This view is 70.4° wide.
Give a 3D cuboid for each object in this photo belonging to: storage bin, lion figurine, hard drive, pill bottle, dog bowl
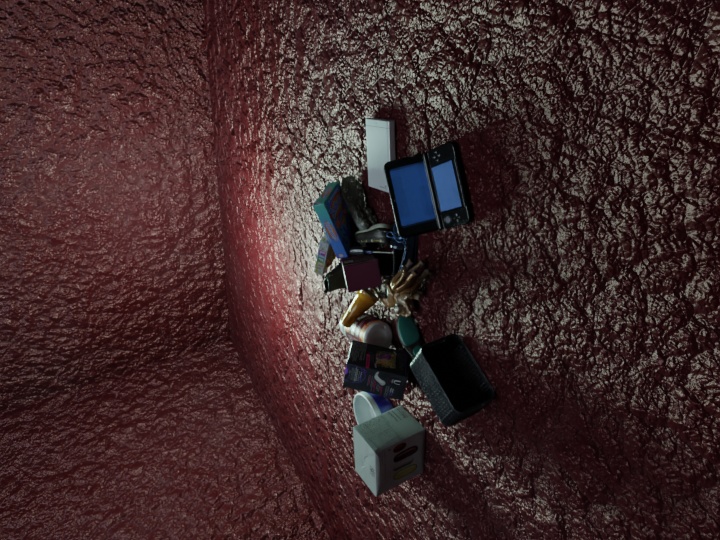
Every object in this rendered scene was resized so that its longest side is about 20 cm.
[{"bbox_3d":[0.238,0.287,1.349,0.201,0.134,0.094,60,150,27],"label":"storage bin"},{"bbox_3d":[0.125,0.031,1.410,0.122,0.199,0.073,-45,64,20],"label":"lion figurine"},{"bbox_3d":[0.060,-0.339,1.499,0.132,0.026,0.202,31,130,55],"label":"hard drive"},{"bbox_3d":[0.014,0.207,1.770,0.199,0.113,0.116,19,120,58],"label":"pill bottle"},{"bbox_3d":[0.054,0.543,1.903,0.200,0.078,0.202,37,134,51],"label":"dog bowl"},{"bbox_3d":[0.105,0.085,1.599,0.123,0.072,0.200,63,168,-3],"label":"lion figurine"}]

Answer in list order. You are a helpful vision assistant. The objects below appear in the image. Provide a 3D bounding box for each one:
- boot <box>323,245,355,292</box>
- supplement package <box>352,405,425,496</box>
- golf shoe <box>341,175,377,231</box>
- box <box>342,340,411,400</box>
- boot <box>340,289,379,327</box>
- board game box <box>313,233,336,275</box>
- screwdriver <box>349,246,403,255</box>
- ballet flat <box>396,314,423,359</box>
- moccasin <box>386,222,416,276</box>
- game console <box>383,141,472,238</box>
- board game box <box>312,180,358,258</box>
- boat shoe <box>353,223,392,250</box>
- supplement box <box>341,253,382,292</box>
[{"bbox_3d":[-0.066,-0.018,1.783,0.077,0.137,0.202,32,130,54],"label":"boot"},{"bbox_3d":[0.097,0.603,1.717,0.147,0.198,0.193,34,133,52],"label":"supplement package"},{"bbox_3d":[-0.019,-0.209,1.670,0.097,0.078,0.202,124,127,-64],"label":"golf shoe"},{"bbox_3d":[0.053,0.320,1.642,0.107,0.198,0.123,-73,-6,-50],"label":"box"},{"bbox_3d":[-0.009,0.125,1.658,0.071,0.144,0.201,41,179,7],"label":"boot"},{"bbox_3d":[-0.096,-0.092,1.753,0.034,0.200,0.135,21,129,9],"label":"board game box"},{"bbox_3d":[0.049,-0.053,1.576,0.198,0.029,0.028,9,157,34],"label":"screwdriver"},{"bbox_3d":[0.161,0.232,1.557,0.069,0.067,0.201,105,142,-64],"label":"ballet flat"},{"bbox_3d":[0.121,-0.073,1.469,0.080,0.068,0.202,17,118,59],"label":"moccasin"},{"bbox_3d":[0.165,-0.196,1.269,0.175,0.115,0.202,-6,99,63],"label":"game console"},{"bbox_3d":[-0.073,-0.164,1.654,0.045,0.153,0.201,-10,123,26],"label":"board game box"},{"bbox_3d":[0.033,-0.096,1.612,0.201,0.071,0.061,-19,65,61],"label":"boat shoe"},{"bbox_3d":[0.000,0.000,1.618,0.200,0.109,0.087,-113,12,-80],"label":"supplement box"}]
